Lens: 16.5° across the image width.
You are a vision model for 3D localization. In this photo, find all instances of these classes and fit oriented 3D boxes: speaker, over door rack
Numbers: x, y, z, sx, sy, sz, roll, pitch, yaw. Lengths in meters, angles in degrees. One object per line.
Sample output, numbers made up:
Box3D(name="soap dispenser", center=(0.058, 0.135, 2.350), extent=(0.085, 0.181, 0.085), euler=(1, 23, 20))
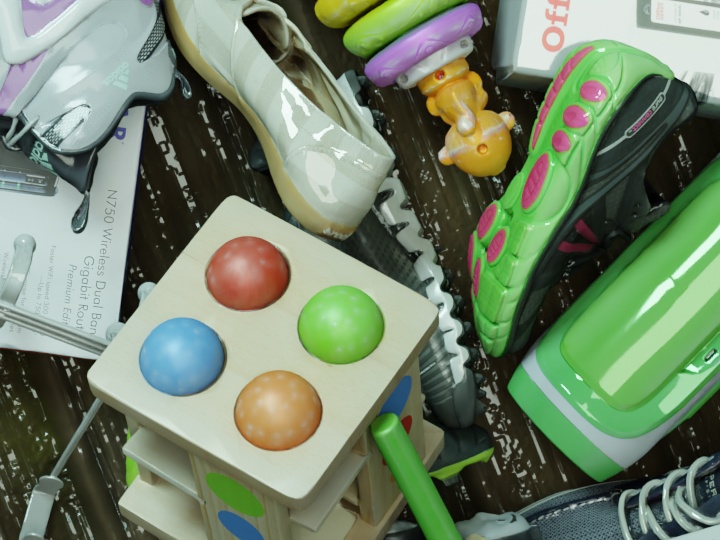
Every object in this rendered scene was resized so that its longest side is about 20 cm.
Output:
Box3D(name="speaker", center=(0.173, 0.017, 1.319), extent=(0.088, 0.088, 0.200), euler=(44, 96, -3))
Box3D(name="over door rack", center=(-0.200, 0.046, 1.273), extent=(0.147, 0.200, 0.067), euler=(21, 45, -11))

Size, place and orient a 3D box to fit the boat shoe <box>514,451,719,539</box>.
Box3D(name="boat shoe", center=(0.165, 0.128, 1.317), extent=(0.198, 0.093, 0.075), euler=(-10, 61, -7))

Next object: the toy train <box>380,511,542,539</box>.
Box3D(name="toy train", center=(0.060, 0.224, 1.287), extent=(0.113, 0.085, 0.202), euler=(-11, 89, -5))

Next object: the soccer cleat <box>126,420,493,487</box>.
Box3D(name="soccer cleat", center=(-0.029, 0.089, 1.330), extent=(0.198, 0.068, 0.082), euler=(-6, 87, -1))

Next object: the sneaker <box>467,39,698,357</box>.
Box3D(name="sneaker", center=(0.115, -0.026, 1.295), extent=(0.083, 0.077, 0.201), euler=(13, 129, -19))

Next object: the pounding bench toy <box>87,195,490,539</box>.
Box3D(name="pounding bench toy", center=(-0.012, 0.082, 1.204), extent=(0.199, 0.156, 0.124), euler=(28, 63, 18))

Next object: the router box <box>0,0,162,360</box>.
Box3D(name="router box", center=(-0.206, -0.062, 1.322), extent=(0.178, 0.049, 0.202), euler=(7, 91, -3))

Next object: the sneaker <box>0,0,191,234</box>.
Box3D(name="sneaker", center=(-0.182, -0.079, 1.260), extent=(0.199, 0.078, 0.141), euler=(-23, 92, -2))

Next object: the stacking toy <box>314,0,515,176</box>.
Box3D(name="stacking toy", center=(0.024, -0.139, 1.300), extent=(0.116, 0.110, 0.201), euler=(-30, 90, 1))

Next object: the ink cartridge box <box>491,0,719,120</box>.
Box3D(name="ink cartridge box", center=(0.180, -0.159, 1.325), extent=(0.198, 0.084, 0.147), euler=(8, 91, -4))

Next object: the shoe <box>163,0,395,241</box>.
Box3D(name="shoe", center=(-0.040, -0.103, 1.284), extent=(0.053, 0.070, 0.201), euler=(-53, 52, 31))

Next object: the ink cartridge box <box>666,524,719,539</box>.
Box3D(name="ink cartridge box", center=(0.252, 0.192, 1.261), extent=(0.199, 0.085, 0.145), euler=(-18, 118, 14))

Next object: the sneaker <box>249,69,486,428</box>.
Box3D(name="sneaker", center=(0.000, 0.000, 1.327), extent=(0.090, 0.066, 0.201), euler=(-24, 83, 4))
